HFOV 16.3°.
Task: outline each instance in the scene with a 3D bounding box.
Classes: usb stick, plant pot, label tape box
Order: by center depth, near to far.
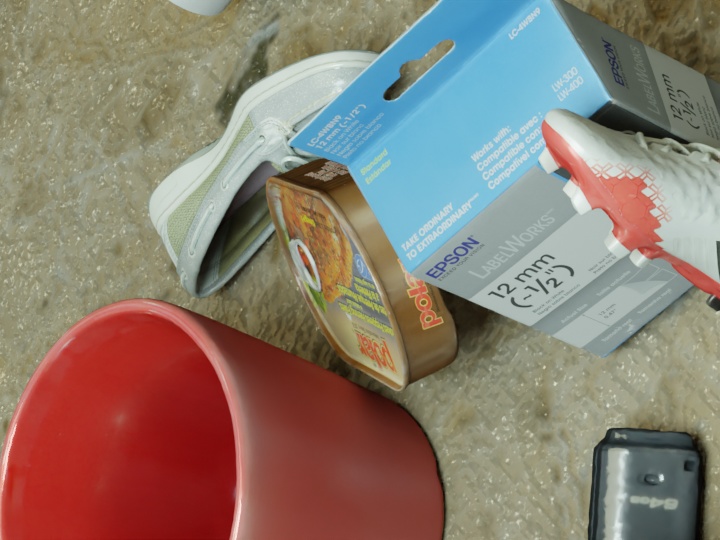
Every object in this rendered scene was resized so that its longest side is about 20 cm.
[{"bbox_3d":[0.088,-0.047,1.193,0.143,0.200,0.066,-41,45,32],"label":"label tape box"},{"bbox_3d":[0.134,0.177,1.218,0.055,0.033,0.200,3,82,10],"label":"usb stick"},{"bbox_3d":[-0.064,0.125,1.329,0.200,0.177,0.201,-11,74,43],"label":"plant pot"}]

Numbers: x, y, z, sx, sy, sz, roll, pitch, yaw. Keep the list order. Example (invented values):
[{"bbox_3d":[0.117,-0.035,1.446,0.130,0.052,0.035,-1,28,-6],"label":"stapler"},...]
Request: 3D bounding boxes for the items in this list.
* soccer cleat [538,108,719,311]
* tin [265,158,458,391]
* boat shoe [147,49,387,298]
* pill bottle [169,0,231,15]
[{"bbox_3d":[0.160,-0.030,1.133,0.085,0.200,0.069,-48,33,12],"label":"soccer cleat"},{"bbox_3d":[0.000,0.000,1.318,0.200,0.042,0.112,-155,46,-73],"label":"tin"},{"bbox_3d":[-0.047,-0.058,1.426,0.202,0.074,0.065,-37,64,38],"label":"boat shoe"},{"bbox_3d":[-0.052,-0.244,1.435,0.200,0.112,0.113,-48,52,27],"label":"pill bottle"}]
